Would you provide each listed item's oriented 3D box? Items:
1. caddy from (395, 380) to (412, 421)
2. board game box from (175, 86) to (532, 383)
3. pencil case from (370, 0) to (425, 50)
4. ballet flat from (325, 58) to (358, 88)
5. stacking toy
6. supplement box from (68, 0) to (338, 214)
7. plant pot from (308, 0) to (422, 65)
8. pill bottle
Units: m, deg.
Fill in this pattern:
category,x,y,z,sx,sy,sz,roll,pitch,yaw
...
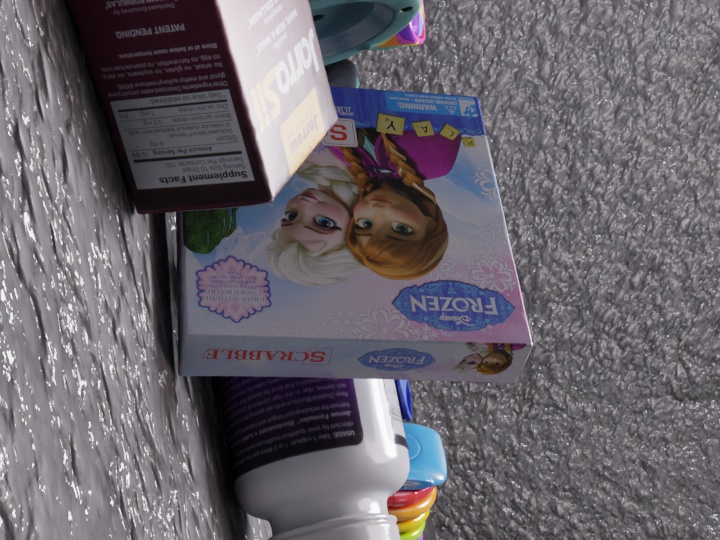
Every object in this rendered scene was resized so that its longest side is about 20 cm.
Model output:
category,x,y,z,sx,sy,sz,roll,pitch,yaw
caddy,0.030,0.125,1.753,0.200,0.104,0.143,-84,163,-80
board game box,-0.011,-0.028,0.792,0.041,0.198,0.201,107,-20,-50
pencil case,-0.035,-0.238,1.204,0.088,0.198,0.089,-4,90,-74
ballet flat,-0.055,-0.104,1.101,0.073,0.072,0.202,70,36,-66
stacking toy,0.036,0.286,1.524,0.110,0.115,0.202,-95,-174,-62
supplement box,-0.088,-0.144,0.692,0.111,0.085,0.202,-58,139,-54
plant pot,-0.050,-0.230,0.817,0.200,0.198,0.190,54,20,-81
pill bottle,-0.031,0.090,0.826,0.112,0.110,0.202,68,11,-71
